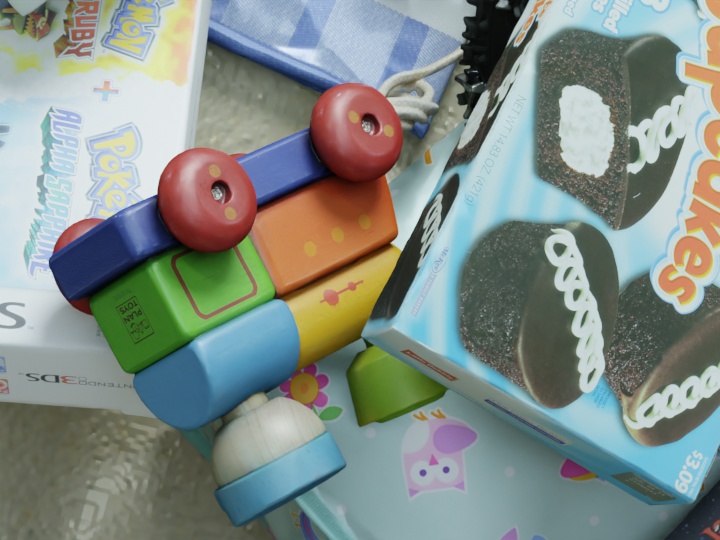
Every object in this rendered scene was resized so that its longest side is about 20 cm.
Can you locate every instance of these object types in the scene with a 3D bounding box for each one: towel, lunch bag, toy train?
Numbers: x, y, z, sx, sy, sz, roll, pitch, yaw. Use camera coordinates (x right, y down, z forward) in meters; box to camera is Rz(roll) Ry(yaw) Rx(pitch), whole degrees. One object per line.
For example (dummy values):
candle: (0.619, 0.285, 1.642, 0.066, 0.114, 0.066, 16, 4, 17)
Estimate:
towel: (-0.003, -0.169, 1.086, 0.147, 0.024, 0.200, 23, 77, -5)
lunch bag: (0.051, 0.067, 1.005, 0.170, 0.122, 0.200, -40, 83, -15)
toy train: (0.000, 0.000, 0.922, 0.200, 0.085, 0.116, -26, 89, -41)

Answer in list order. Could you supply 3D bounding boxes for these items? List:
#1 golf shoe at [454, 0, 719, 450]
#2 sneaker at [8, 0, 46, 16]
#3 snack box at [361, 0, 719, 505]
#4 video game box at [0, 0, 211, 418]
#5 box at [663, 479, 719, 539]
golf shoe: (0.096, -0.031, 0.943, 0.094, 0.078, 0.200, -14, 89, -19)
sneaker: (-0.092, -0.194, 0.974, 0.116, 0.074, 0.200, 45, 67, -16)
snack box: (0.096, -0.038, 0.884, 0.116, 0.037, 0.200, 30, 75, -13)
video game box: (-0.151, -0.047, 0.978, 0.182, 0.047, 0.200, 5, 57, -2)
box: (0.152, 0.132, 0.978, 0.200, 0.038, 0.137, -44, 134, -14)
